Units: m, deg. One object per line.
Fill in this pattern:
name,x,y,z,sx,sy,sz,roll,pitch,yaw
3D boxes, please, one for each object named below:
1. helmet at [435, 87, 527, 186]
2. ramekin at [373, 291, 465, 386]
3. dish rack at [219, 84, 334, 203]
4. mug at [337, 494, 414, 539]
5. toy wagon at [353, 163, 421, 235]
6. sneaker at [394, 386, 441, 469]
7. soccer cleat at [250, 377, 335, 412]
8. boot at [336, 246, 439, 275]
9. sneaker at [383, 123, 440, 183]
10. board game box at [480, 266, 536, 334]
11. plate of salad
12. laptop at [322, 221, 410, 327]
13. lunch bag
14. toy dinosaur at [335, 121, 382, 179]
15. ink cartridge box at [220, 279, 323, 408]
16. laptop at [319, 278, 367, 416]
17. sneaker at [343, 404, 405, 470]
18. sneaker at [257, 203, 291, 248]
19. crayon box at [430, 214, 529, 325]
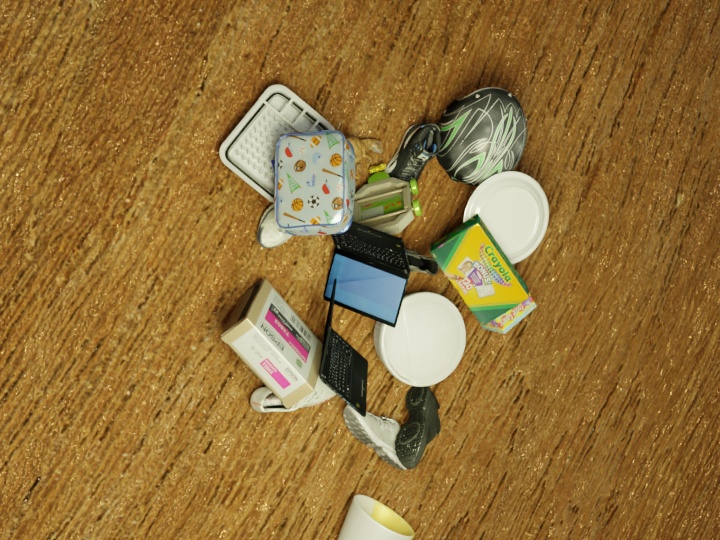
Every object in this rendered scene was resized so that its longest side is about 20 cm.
helmet,0.259,-0.281,1.636,0.197,0.190,0.203,-2,95,-21
ramekin,0.118,0.142,1.658,0.200,0.094,0.205,-2,94,-22
dish rack,-0.165,-0.248,1.534,0.171,0.044,0.201,38,79,-4
mug,0.029,0.591,1.627,0.185,0.149,0.154,30,90,-14
toy wagon,0.044,-0.144,1.574,0.153,0.201,0.040,-14,132,10
sneaker,0.135,0.341,1.653,0.091,0.075,0.201,48,44,-29
soccer cleat,-0.126,0.254,1.571,0.197,0.085,0.070,-7,95,-21
boot,0.059,-0.033,1.603,0.198,0.130,0.069,11,89,-22
sneaker,0.107,-0.221,1.622,0.072,0.112,0.202,22,85,-20
board game box,0.283,0.025,1.711,0.103,0.105,0.201,-37,105,-15
plate of salad,0.306,-0.110,1.629,0.197,0.048,0.203,-5,107,-15
laptop,0.000,0.000,1.527,0.175,0.201,0.104,20,67,20
lunch bag,-0.092,-0.169,1.462,0.158,0.076,0.203,-2,80,16
toy dinosaur,-0.026,-0.249,1.576,0.199,0.060,0.108,-7,117,-61
ink cartridge box,-0.165,0.141,1.504,0.075,0.165,0.200,-34,108,19
laptop,-0.023,0.153,1.535,0.103,0.178,0.200,-37,112,22
sneaker,0.041,0.343,1.662,0.200,0.074,0.082,47,61,-23
sneaker,-0.128,-0.118,1.537,0.200,0.085,0.077,-43,107,2
crayon box,0.248,0.000,1.598,0.118,0.058,0.201,-33,105,19
